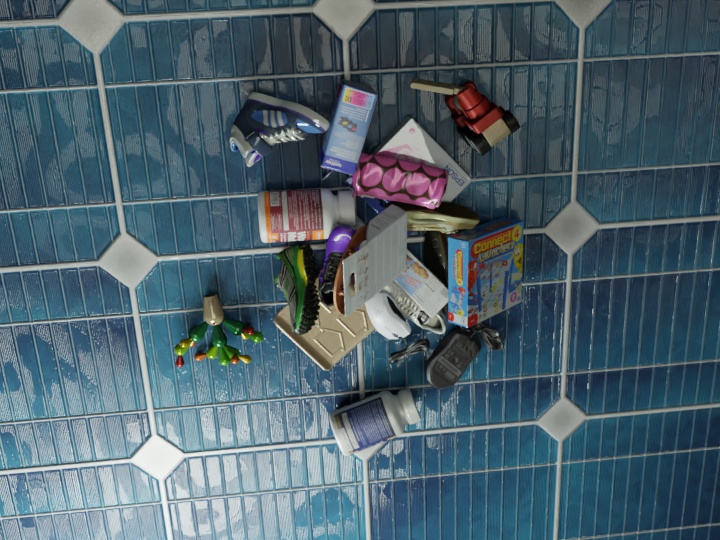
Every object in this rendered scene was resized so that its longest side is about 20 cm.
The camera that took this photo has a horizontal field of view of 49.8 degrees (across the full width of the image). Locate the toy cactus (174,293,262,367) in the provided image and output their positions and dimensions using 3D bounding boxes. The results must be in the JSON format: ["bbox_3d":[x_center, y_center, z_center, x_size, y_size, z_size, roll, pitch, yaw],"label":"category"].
[{"bbox_3d":[-0.325,0.138,1.728,0.200,0.102,0.165,-8,101,6],"label":"toy cactus"}]

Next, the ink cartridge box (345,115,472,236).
[{"bbox_3d":[0.105,-0.194,1.676,0.196,0.043,0.200,41,99,-18],"label":"ink cartridge box"}]

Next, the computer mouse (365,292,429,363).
[{"bbox_3d":[0.070,0.131,1.735,0.110,0.044,0.200,-19,124,27],"label":"computer mouse"}]

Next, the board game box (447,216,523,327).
[{"bbox_3d":[0.276,0.001,1.699,0.200,0.056,0.196,-20,117,-40],"label":"board game box"}]

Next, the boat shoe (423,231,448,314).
[{"bbox_3d":[0.201,-0.001,1.745,0.074,0.076,0.200,-22,104,-28],"label":"boat shoe"}]

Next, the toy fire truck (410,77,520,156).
[{"bbox_3d":[0.200,-0.338,1.563,0.129,0.176,0.200,-36,109,8],"label":"toy fire truck"}]

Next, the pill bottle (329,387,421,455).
[{"bbox_3d":[0.036,0.350,1.824,0.200,0.111,0.111,-22,110,2],"label":"pill bottle"}]

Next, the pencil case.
[{"bbox_3d":[0.082,-0.182,1.612,0.200,0.091,0.094,9,75,-6],"label":"pencil case"}]

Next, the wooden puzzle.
[{"bbox_3d":[-0.068,0.101,1.763,0.200,0.046,0.185,-43,109,4],"label":"wooden puzzle"}]

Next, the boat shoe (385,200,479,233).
[{"bbox_3d":[0.152,-0.106,1.658,0.200,0.073,0.063,3,120,-3],"label":"boat shoe"}]

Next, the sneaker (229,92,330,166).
[{"bbox_3d":[-0.170,-0.264,1.554,0.200,0.081,0.147,22,87,23],"label":"sneaker"}]

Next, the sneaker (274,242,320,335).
[{"bbox_3d":[-0.140,0.044,1.689,0.085,0.078,0.200,-11,72,20],"label":"sneaker"}]

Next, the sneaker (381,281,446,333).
[{"bbox_3d":[0.113,0.075,1.752,0.200,0.081,0.076,30,105,-14],"label":"sneaker"}]

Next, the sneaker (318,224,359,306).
[{"bbox_3d":[-0.046,-0.001,1.618,0.069,0.100,0.200,11,133,-5],"label":"sneaker"}]

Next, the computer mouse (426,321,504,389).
[{"bbox_3d":[0.229,0.193,1.826,0.200,0.053,0.138,-46,109,-1],"label":"computer mouse"}]

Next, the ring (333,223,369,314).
[{"bbox_3d":[0.000,0.000,1.625,0.019,0.200,0.201,18,110,21],"label":"ring"}]

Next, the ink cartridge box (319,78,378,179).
[{"bbox_3d":[-0.032,-0.279,1.579,0.076,0.136,0.200,13,107,-9],"label":"ink cartridge box"}]

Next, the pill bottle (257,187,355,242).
[{"bbox_3d":[-0.114,-0.119,1.642,0.200,0.110,0.110,-4,110,-5],"label":"pill bottle"}]

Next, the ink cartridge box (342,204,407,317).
[{"bbox_3d":[0.019,-0.020,1.594,0.200,0.047,0.160,-37,143,-33],"label":"ink cartridge box"}]

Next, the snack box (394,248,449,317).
[{"bbox_3d":[0.112,0.009,1.713,0.200,0.024,0.072,45,101,8],"label":"snack box"}]
